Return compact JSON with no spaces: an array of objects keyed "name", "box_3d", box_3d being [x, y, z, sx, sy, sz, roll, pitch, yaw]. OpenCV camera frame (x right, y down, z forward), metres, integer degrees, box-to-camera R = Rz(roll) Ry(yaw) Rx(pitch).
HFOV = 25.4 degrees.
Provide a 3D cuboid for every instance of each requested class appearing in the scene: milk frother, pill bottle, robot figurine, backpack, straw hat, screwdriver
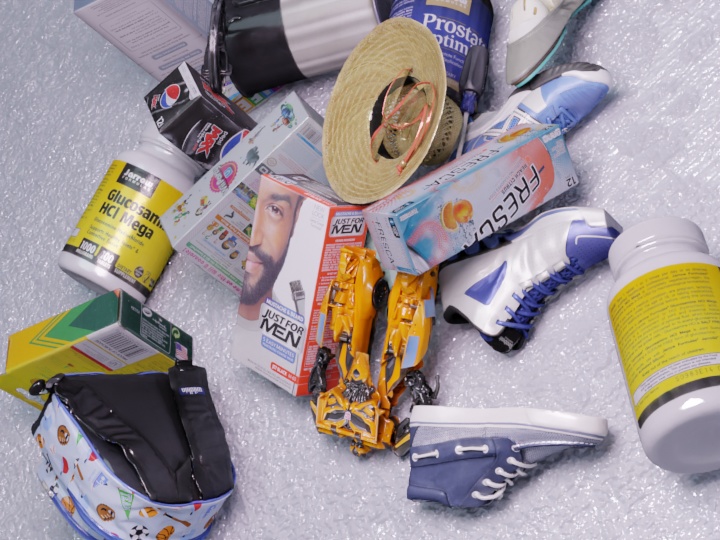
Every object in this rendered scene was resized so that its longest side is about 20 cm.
[{"name":"milk frother","box_3d":[-0.068,-0.262,1.739,0.187,0.181,0.201,-13,44,16]},{"name":"pill bottle","box_3d":[-0.257,-0.066,1.852,0.112,0.112,0.201,18,76,43]},{"name":"pill bottle","box_3d":[0.272,0.059,1.348,0.112,0.112,0.201,-27,51,23]},{"name":"robot figurine","box_3d":[0.010,0.082,1.544,0.144,0.058,0.201,12,94,31]},{"name":"backpack","box_3d":[-0.227,0.198,1.621,0.190,0.199,0.155,44,125,38]},{"name":"straw hat","box_3d":[0.052,-0.144,1.567,0.201,0.085,0.202,-27,56,49]},{"name":"screwdriver","box_3d":[0.104,-0.144,1.582,0.029,0.028,0.201,121,164,-53]},{"name":"pill bottle","box_3d":[0.081,-0.244,1.696,0.111,0.112,0.201,-7,60,35]}]

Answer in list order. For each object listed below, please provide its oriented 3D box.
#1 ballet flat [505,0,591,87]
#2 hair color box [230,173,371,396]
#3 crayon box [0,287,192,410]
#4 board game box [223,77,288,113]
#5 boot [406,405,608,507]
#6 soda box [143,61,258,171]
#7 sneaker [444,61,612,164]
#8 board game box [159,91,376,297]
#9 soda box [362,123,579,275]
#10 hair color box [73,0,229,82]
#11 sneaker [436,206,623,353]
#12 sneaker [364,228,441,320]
[{"name":"ballet flat","box_3d":[0.184,-0.260,1.611,0.067,0.064,0.200,-27,18,52]},{"name":"hair color box","box_3d":[-0.062,0.013,1.620,0.111,0.064,0.201,26,111,43]},{"name":"crayon box","box_3d":[-0.302,0.097,1.778,0.199,0.127,0.051,-22,52,26]},{"name":"board game box","box_3d":[-0.145,-0.252,1.934,0.200,0.034,0.135,-33,48,18]},{"name":"boot","box_3d":[0.131,0.171,1.443,0.199,0.073,0.091,-3,78,38]},{"name":"soda box","box_3d":[-0.144,-0.139,1.746,0.063,0.200,0.071,-40,46,12]},{"name":"sneaker","box_3d":[0.171,-0.136,1.595,0.200,0.076,0.077,-33,53,31]},{"name":"board game box","box_3d":[-0.091,-0.070,1.696,0.200,0.147,0.064,-43,40,8]},{"name":"soda box","box_3d":[0.105,-0.069,1.495,0.199,0.064,0.068,-30,19,-23]},{"name":"hair color box","box_3d":[-0.228,-0.285,1.853,0.099,0.200,0.061,-20,54,28]},{"name":"sneaker","box_3d":[0.157,0.016,1.510,0.198,0.080,0.116,-13,68,28]},{"name":"sneaker","box_3d":[0.000,0.000,1.632,0.200,0.074,0.119,-16,49,27]}]
